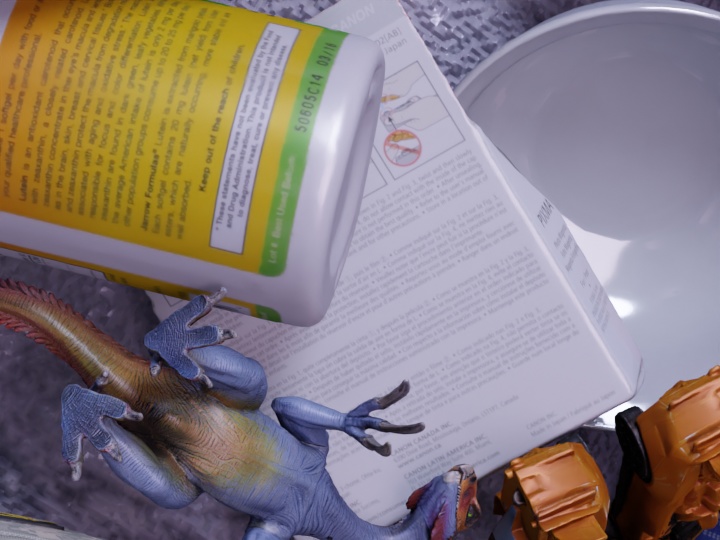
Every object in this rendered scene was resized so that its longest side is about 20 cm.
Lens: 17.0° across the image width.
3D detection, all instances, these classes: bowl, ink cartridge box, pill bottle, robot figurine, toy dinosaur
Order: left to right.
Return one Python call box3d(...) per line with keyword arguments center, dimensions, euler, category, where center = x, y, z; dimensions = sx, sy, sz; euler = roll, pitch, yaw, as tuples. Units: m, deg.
box3d(center=(-0.098, -0.054, 0.907), dimensions=(0.198, 0.111, 0.112), euler=(14, 92, 4), category="pill bottle")
box3d(center=(-0.035, 0.063, 0.942), dimensions=(0.105, 0.200, 0.181), euler=(-50, 148, 2), category="toy dinosaur")
box3d(center=(0.000, 0.000, 0.993), dimensions=(0.162, 0.057, 0.201), euler=(-29, 97, 16), category="ink cartridge box")
box3d(center=(0.107, 0.114, 1.027), dimensions=(0.144, 0.200, 0.058), euler=(-24, 66, -9), category="robot figurine")
box3d(center=(0.118, -0.037, 1.036), dimensions=(0.199, 0.091, 0.202), euler=(1, 118, 1), category="bowl")

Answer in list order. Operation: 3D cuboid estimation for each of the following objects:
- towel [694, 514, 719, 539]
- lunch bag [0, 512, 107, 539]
box3d(center=(0.187, 0.082, 1.075), dimensions=(0.024, 0.145, 0.202), euler=(10, 93, -22), category="towel")
box3d(center=(-0.125, 0.159, 0.919), dimensions=(0.200, 0.164, 0.118), euler=(49, 66, -20), category="lunch bag")
